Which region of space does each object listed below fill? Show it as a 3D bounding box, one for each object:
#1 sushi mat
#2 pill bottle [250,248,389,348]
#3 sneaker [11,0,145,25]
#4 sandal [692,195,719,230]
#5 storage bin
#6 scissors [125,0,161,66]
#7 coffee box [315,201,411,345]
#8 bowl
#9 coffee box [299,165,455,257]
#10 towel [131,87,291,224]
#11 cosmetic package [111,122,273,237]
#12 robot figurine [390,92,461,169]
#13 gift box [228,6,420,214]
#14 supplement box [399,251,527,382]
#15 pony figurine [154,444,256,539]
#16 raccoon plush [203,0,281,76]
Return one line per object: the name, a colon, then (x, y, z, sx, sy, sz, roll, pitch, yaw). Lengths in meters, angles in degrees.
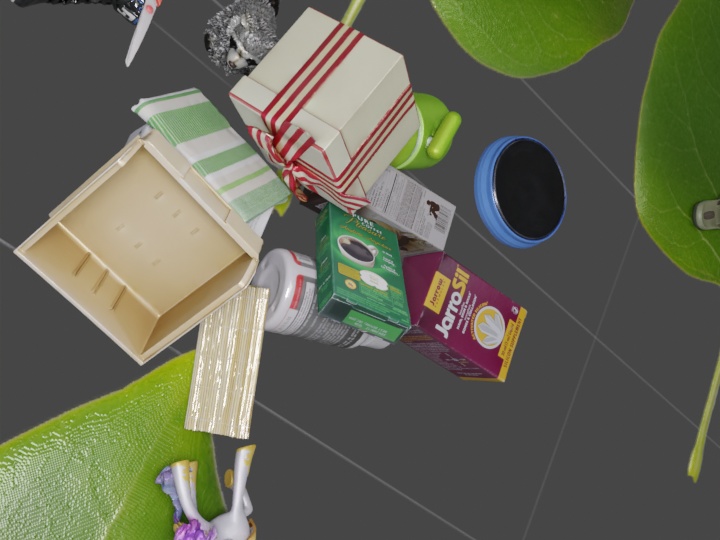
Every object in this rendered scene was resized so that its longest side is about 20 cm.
sushi mat: (-0.176, 0.115, 1.070, 0.012, 0.095, 0.201, 31, 64, -67)
pill bottle: (-0.046, 0.047, 1.144, 0.199, 0.114, 0.115, 16, 76, -32)
sneaker: (-0.326, -0.347, 1.015, 0.200, 0.073, 0.112, -42, 107, -31)
sandal: (0.801, -0.128, 1.773, 0.200, 0.057, 0.080, -17, 95, -34)
storage bin: (-0.251, -0.027, 0.957, 0.200, 0.198, 0.094, 47, 24, -20)
scissors: (-0.258, -0.334, 1.023, 0.073, 0.014, 0.201, 18, 64, -47)
coffee box: (0.000, 0.000, 1.098, 0.122, 0.044, 0.201, 24, 35, -24)
bowl: (0.287, -0.140, 1.435, 0.200, 0.039, 0.202, 4, 83, -34)
coffee box: (0.026, -0.098, 1.209, 0.199, 0.113, 0.080, 27, 71, -28)
towel: (-0.186, -0.150, 1.046, 0.200, 0.023, 0.153, 47, 25, 0)
cosmetic package: (-0.222, -0.092, 1.062, 0.200, 0.071, 0.102, 32, 68, -28)
robot figurine: (0.063, -0.210, 1.225, 0.200, 0.175, 0.116, -11, 121, -54)
gift box: (-0.038, -0.193, 1.041, 0.187, 0.200, 0.185, -50, 151, -11)
supplement box: (0.148, 0.075, 1.280, 0.199, 0.103, 0.132, 32, 69, -27)
pony figurine: (-0.189, 0.336, 1.013, 0.192, 0.166, 0.201, -3, 72, -42)
raccoon plush: (-0.139, -0.353, 1.106, 0.096, 0.134, 0.201, 22, 74, -29)
